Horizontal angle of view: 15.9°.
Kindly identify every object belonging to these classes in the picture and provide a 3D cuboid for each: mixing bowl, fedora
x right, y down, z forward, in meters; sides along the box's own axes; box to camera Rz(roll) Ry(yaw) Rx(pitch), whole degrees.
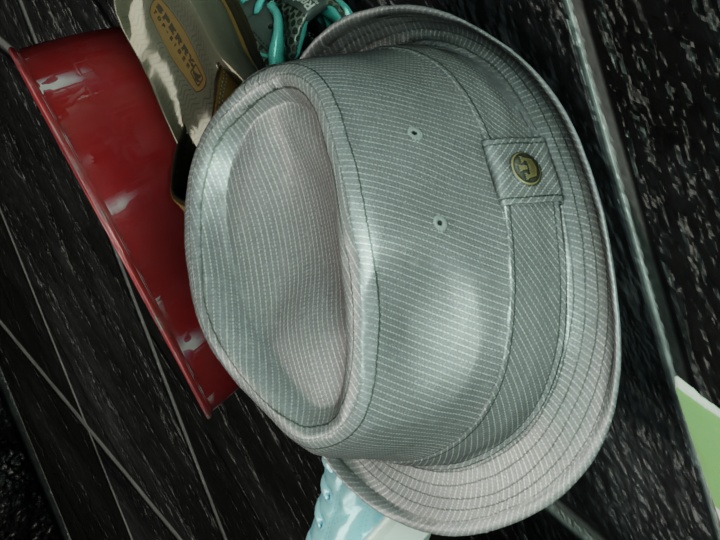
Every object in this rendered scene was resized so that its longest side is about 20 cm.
[{"bbox_3d":[-0.074,-0.043,1.225,0.201,0.108,0.200,60,175,9],"label":"mixing bowl"},{"bbox_3d":[0.000,0.000,0.935,0.177,0.090,0.201,-18,79,43],"label":"fedora"}]

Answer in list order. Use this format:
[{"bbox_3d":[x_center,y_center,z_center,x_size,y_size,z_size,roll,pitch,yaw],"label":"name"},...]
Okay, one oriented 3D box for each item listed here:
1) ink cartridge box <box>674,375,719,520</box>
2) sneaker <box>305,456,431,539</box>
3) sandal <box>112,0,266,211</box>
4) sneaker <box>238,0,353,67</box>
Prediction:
[{"bbox_3d":[0.171,0.130,0.783,0.145,0.048,0.201,38,150,61],"label":"ink cartridge box"},{"bbox_3d":[0.012,0.065,1.043,0.082,0.074,0.200,42,123,6],"label":"sneaker"},{"bbox_3d":[-0.054,-0.052,1.067,0.200,0.054,0.082,59,139,14],"label":"sandal"},{"bbox_3d":[-0.036,-0.105,1.125,0.200,0.077,0.091,59,147,14],"label":"sneaker"}]
